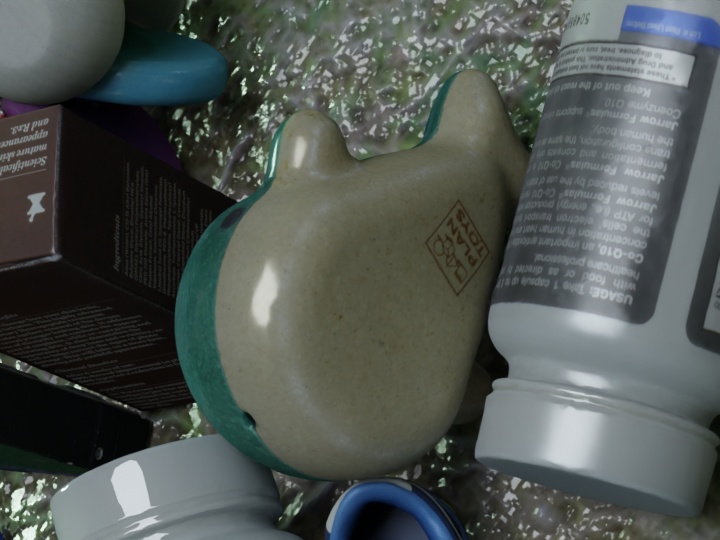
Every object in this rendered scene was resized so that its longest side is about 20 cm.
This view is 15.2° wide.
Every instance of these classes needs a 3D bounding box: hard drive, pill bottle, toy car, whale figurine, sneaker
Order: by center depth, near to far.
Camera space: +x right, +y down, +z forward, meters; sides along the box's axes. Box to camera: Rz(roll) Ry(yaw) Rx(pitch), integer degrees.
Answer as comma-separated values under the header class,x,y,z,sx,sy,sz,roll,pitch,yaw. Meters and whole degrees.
class,x,y,z,sx,sy,sz,roll,pitch,yaw
pill bottle,0.117,-0.007,1.102,0.114,0.114,0.200,11,81,33
sneaker,0.034,0.172,1.109,0.074,0.082,0.200,-26,64,-1
pill bottle,-0.058,0.177,1.134,0.114,0.114,0.200,-25,73,22
whale figurine,0.000,0.000,1.143,0.104,0.159,0.200,-7,35,46
hard drive,-0.206,0.058,1.222,0.140,0.200,0.038,3,77,32
toy car,-0.148,-0.079,1.272,0.200,0.175,0.150,-35,95,17

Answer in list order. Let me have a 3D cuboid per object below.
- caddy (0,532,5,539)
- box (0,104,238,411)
class,x,y,z,sx,sy,sz,roll,pitch,yaw
caddy,-0.219,0.193,1.226,0.105,0.141,0.200,-5,73,35
box,-0.113,0.000,1.184,0.100,0.200,0.075,-11,70,28
